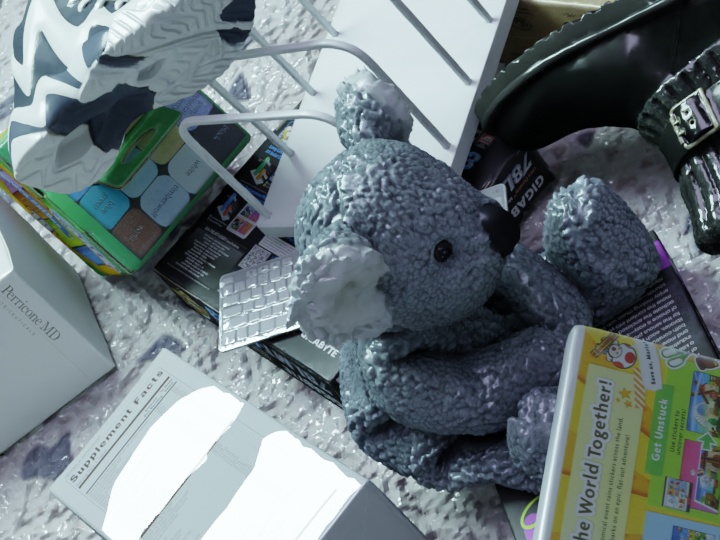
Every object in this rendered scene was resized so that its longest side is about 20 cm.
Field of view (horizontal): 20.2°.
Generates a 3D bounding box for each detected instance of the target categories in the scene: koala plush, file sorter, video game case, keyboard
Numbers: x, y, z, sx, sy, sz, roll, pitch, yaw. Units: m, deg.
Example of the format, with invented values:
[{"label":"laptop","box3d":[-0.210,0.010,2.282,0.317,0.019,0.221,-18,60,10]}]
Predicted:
[{"label":"koala plush","box3d":[0.032,0.007,1.070,0.183,0.200,0.178,-10,50,32]},{"label":"file sorter","box3d":[-0.008,-0.138,1.235,0.138,0.124,0.201,-1,60,38]},{"label":"video game case","box3d":[0.173,0.134,0.965,0.180,0.023,0.201,14,57,0]},{"label":"keyboard","box3d":[0.000,0.000,1.224,0.199,0.011,0.057,-18,48,22]}]

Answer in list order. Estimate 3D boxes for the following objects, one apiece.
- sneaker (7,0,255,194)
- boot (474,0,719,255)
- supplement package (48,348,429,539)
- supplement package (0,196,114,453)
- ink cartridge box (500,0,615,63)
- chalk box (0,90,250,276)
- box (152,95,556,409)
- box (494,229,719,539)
[{"label":"sneaker","box3d":[-0.147,-0.152,1.211,0.199,0.079,0.130,-44,50,35]},{"label":"boot","box3d":[0.171,-0.076,1.153,0.210,0.079,0.159,-29,79,37]},{"label":"supplement package","box3d":[-0.063,0.147,1.140,0.114,0.110,0.199,-50,43,-10]},{"label":"supplement package","box3d":[-0.291,0.058,1.379,0.199,0.121,0.120,-37,41,5]},{"label":"ink cartridge box","box3d":[0.177,-0.209,1.291,0.199,0.075,0.165,13,64,43]},{"label":"chalk box","box3d":[-0.164,-0.081,1.339,0.125,0.124,0.200,-50,10,-11]},{"label":"box","box3d":[-0.007,-0.029,1.295,0.199,0.050,0.199,-49,44,-12]},{"label":"box","box3d":[0.137,0.086,1.100,0.142,0.036,0.201,-31,41,12]}]
